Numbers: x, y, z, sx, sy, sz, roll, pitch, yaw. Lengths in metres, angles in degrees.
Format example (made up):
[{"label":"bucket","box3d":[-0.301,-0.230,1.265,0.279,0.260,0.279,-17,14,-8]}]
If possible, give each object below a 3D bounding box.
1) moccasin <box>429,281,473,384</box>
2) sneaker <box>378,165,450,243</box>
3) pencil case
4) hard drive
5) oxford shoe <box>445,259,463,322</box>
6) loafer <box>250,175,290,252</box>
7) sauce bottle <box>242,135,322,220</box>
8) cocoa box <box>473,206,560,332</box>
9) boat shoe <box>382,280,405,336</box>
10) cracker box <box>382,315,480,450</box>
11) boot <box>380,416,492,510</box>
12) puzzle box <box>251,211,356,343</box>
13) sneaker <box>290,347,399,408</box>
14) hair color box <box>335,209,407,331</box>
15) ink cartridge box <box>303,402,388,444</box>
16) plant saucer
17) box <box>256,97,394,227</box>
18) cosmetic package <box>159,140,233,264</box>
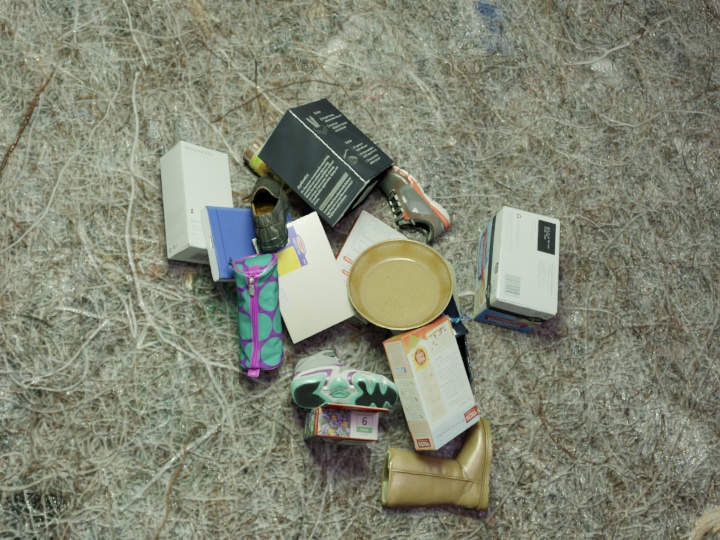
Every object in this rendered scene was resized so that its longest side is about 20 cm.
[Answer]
[{"label":"moccasin","box3d":[0.179,0.118,1.447,0.079,0.068,0.205,-20,96,-33]},{"label":"sneaker","box3d":[0.091,-0.135,1.559,0.199,0.077,0.082,40,71,1]},{"label":"pencil case","box3d":[-0.179,0.074,1.339,0.082,0.093,0.206,1,112,7]},{"label":"hard drive","box3d":[-0.196,-0.047,1.411,0.197,0.025,0.136,0,72,-48]},{"label":"oxford shoe","box3d":[0.159,0.082,1.511,0.074,0.057,0.206,-2,85,-38]},{"label":"loafer","box3d":[-0.165,-0.121,1.374,0.071,0.074,0.202,-15,39,-2]},{"label":"sauce bottle","box3d":[-0.142,-0.178,1.510,0.199,0.065,0.065,41,65,1]},{"label":"cocoa box","box3d":[0.313,0.000,1.541,0.130,0.131,0.205,13,67,-11]},{"label":"boat shoe","box3d":[0.100,0.111,1.449,0.073,0.065,0.204,-29,97,-42]},{"label":"cracker box","box3d":[0.128,0.199,1.372,0.132,0.057,0.205,-19,92,-43]},{"label":"boot","box3d":[0.141,0.346,1.401,0.194,0.066,0.180,9,68,-11]},{"label":"puzzle box","box3d":[-0.102,0.012,1.393,0.130,0.025,0.205,-22,92,-11]},{"label":"sneaker","box3d":[-0.031,0.186,1.389,0.194,0.080,0.141,8,25,-11]},{"label":"hair color box","box3d":[0.000,0.000,1.488,0.109,0.064,0.203,31,64,-6]},{"label":"ink cartridge box","box3d":[-0.028,0.264,1.305,0.106,0.200,0.052,8,73,-13]},{"label":"plant saucer","box3d":[0.072,0.031,1.412,0.194,0.036,0.204,-1,53,1]},{"label":"box","box3d":[-0.061,-0.213,1.469,0.200,0.118,0.197,43,25,2]},{"label":"cosmetic package","box3d":[-0.299,-0.122,1.414,0.111,0.080,0.206,8,67,-46]}]
